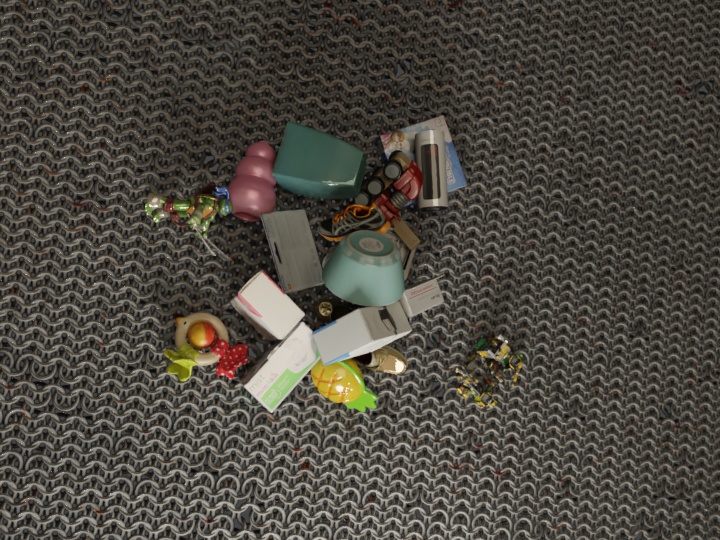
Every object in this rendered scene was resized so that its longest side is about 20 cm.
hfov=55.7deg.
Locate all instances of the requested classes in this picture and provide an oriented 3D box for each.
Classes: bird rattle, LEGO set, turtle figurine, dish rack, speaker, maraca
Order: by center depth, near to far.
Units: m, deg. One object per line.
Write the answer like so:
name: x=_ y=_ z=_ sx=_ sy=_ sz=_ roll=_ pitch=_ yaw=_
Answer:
turtle figurine: x=-0.406 y=-0.109 z=1.615 sx=0.191 sy=0.144 sz=0.203 roll=8 pitch=110 yaw=4
bird rattle: x=-0.369 y=0.177 z=1.628 sx=0.197 sy=0.113 sz=0.165 roll=-6 pitch=70 yaw=-18
maraca: x=-0.042 y=0.279 z=1.689 sx=0.200 sy=0.137 sz=0.107 roll=46 pitch=50 yaw=-15
dish rack: x=0.048 y=-0.041 z=1.731 sx=0.170 sy=0.044 sz=0.201 roll=19 pitch=43 yaw=4
speaker: x=0.185 y=-0.260 z=1.779 sx=0.080 sy=0.081 sz=0.203 roll=-1 pitch=86 yaw=-15
LEGO set: x=0.349 y=0.262 z=1.795 sx=0.200 sy=0.116 sz=0.154 roll=-40 pitch=95 yaw=-15

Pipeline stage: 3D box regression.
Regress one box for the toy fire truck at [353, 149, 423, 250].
toy fire truck: x=0.100 y=-0.172 z=1.736 sx=0.200 sy=0.129 sz=0.176 roll=43 pitch=119 yaw=-12

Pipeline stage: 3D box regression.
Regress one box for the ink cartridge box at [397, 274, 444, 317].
ink cartridge box: x=0.123 y=0.074 z=1.699 sx=0.115 sy=0.199 sz=0.067 roll=-21 pitch=90 yaw=-35

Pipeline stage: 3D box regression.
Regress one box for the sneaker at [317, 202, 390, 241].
sneaker: x=-0.023 y=-0.127 z=1.714 sx=0.078 sy=0.198 sz=0.079 roll=65 pitch=32 yaw=-33

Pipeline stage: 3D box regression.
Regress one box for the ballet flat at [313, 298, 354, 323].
ballet flat: x=-0.026 y=0.128 z=1.746 sx=0.198 sy=0.046 sz=0.068 roll=29 pitch=79 yaw=-11

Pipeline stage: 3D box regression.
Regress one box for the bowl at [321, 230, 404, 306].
bowl: x=0.016 y=-0.019 z=1.566 sx=0.198 sy=0.202 sz=0.106 roll=2 pitch=125 yaw=-14

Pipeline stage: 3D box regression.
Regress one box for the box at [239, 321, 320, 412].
box: x=-0.187 y=0.225 z=1.628 sx=0.097 sy=0.176 sz=0.200 roll=45 pitch=75 yaw=-6

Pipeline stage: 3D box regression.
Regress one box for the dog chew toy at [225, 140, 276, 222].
dog chew toy: x=-0.259 y=-0.225 z=1.685 sx=0.123 sy=0.124 sz=0.203 roll=15 pitch=74 yaw=-13

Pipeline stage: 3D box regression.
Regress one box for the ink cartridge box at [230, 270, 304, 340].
ink cartridge box: x=-0.226 y=0.088 z=1.619 sx=0.147 sy=0.200 sz=0.083 roll=46 pitch=74 yaw=-7

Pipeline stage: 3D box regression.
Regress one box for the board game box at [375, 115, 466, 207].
board game box: x=0.165 y=-0.293 z=1.839 sx=0.197 sy=0.043 sz=0.202 roll=-20 pitch=91 yaw=-17

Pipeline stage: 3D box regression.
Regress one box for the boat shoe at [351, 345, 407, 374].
boat shoe: x=0.028 y=0.222 z=1.730 sx=0.198 sy=0.067 sz=0.075 roll=22 pitch=110 yaw=-8

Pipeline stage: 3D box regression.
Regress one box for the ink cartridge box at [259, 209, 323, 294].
ink cartridge box: x=-0.174 y=-0.046 z=1.663 sx=0.040 sy=0.199 sz=0.202 roll=-17 pitch=88 yaw=28

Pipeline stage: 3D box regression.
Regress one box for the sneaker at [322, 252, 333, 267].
sneaker: x=0.000 y=0.000 z=1.747 sx=0.198 sy=0.082 sz=0.076 roll=18 pitch=81 yaw=-12

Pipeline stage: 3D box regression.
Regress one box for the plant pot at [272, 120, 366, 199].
plant pot: x=-0.092 y=-0.258 z=1.682 sx=0.197 sy=0.141 sz=0.143 roll=14 pitch=80 yaw=10

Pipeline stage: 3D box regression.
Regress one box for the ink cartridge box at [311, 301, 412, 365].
ink cartridge box: x=0.006 y=0.143 z=1.582 sx=0.144 sy=0.199 sz=0.085 roll=-29 pitch=78 yaw=28
